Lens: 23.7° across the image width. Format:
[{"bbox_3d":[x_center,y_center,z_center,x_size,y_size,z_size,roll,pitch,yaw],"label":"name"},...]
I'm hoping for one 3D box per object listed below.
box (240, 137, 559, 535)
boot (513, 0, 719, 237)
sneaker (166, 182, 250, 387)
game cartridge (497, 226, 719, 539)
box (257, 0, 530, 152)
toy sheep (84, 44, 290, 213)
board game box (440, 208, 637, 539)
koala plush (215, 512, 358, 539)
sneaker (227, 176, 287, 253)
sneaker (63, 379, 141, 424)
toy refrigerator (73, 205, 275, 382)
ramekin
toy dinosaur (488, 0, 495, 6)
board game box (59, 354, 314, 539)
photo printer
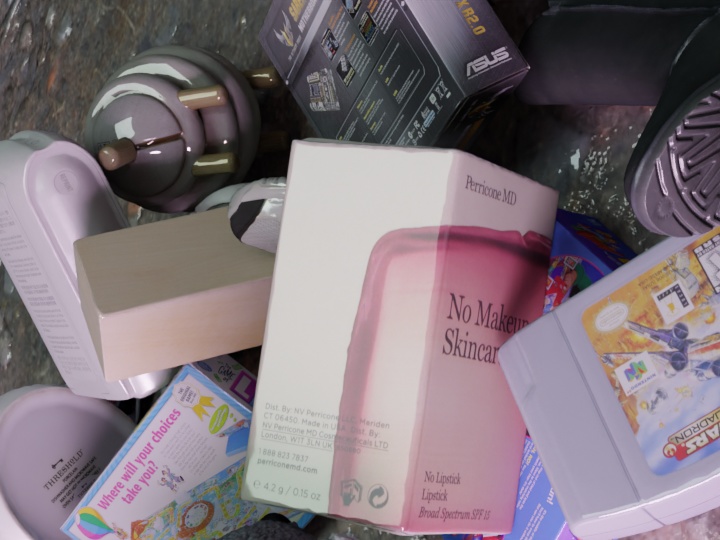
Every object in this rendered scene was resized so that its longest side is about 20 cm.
[{"bbox_3d":[0.025,0.038,0.943,0.108,0.128,0.201,6,86,32],"label":"box"},{"bbox_3d":[0.144,-0.098,0.919,0.165,0.066,0.200,-45,33,-16],"label":"boot"},{"bbox_3d":[-0.102,0.024,1.288,0.082,0.077,0.201,57,137,34],"label":"sneaker"},{"bbox_3d":[0.173,0.044,0.848,0.200,0.042,0.134,-33,47,15],"label":"game cartridge"},{"bbox_3d":[0.013,-0.135,1.055,0.159,0.048,0.200,59,156,12],"label":"box"},{"bbox_3d":[-0.136,-0.104,1.274,0.137,0.200,0.139,4,101,22],"label":"toy sheep"},{"bbox_3d":[0.111,0.084,0.981,0.135,0.045,0.201,49,121,49],"label":"board game box"},{"bbox_3d":[-0.035,0.203,0.896,0.176,0.200,0.185,-7,52,10],"label":"koala plush"},{"bbox_3d":[0.000,0.000,1.060,0.199,0.076,0.088,13,81,22],"label":"sneaker"},{"bbox_3d":[-0.187,0.060,1.387,0.200,0.070,0.109,-31,52,55],"label":"sneaker"},{"bbox_3d":[-0.083,0.007,1.142,0.070,0.199,0.076,93,157,-44],"label":"toy refrigerator"},{"bbox_3d":[-0.239,0.182,1.320,0.105,0.199,0.201,-41,50,36],"label":"ramekin"},{"bbox_3d":[0.042,-0.164,1.133,0.200,0.102,0.136,45,134,28],"label":"toy dinosaur"},{"bbox_3d":[-0.109,0.157,1.206,0.200,0.134,0.034,-50,4,34],"label":"board game box"},{"bbox_3d":[-0.209,-0.007,1.246,0.201,0.069,0.166,64,157,-9],"label":"photo printer"}]
